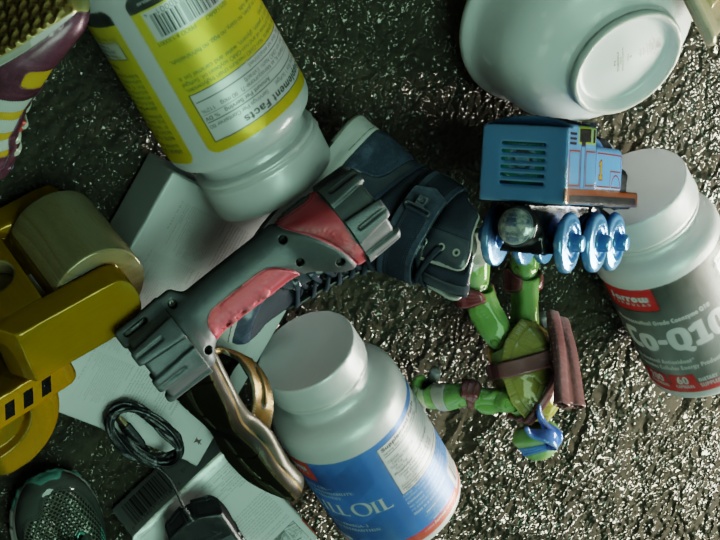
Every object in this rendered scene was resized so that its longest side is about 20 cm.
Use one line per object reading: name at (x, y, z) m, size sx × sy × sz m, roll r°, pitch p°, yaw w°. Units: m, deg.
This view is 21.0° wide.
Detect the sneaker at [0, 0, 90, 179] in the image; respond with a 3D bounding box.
sneaker at (-0.248, -0.115, 1.307) m, size 0.199 × 0.075 × 0.090 m, roll -32°, pitch 131°, yaw 14°

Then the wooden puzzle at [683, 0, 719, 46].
wooden puzzle at (0.274, -0.300, 1.466) m, size 0.200 × 0.037 × 0.185 m, roll -53°, pitch 124°, yaw -31°

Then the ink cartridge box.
ink cartridge box at (-0.100, 0.224, 1.578) m, size 0.109 × 0.050 × 0.200 m, roll -43°, pitch 127°, yaw -6°

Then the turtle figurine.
turtle figurine at (0.103, 0.056, 1.603) m, size 0.143 × 0.200 × 0.195 m, roll -9°, pitch 98°, yaw -1°

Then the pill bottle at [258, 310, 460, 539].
pill bottle at (-0.004, 0.127, 1.541) m, size 0.112 × 0.112 × 0.200 m, roll -38°, pitch 129°, yaw -9°

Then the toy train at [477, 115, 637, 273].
toy train at (0.153, -0.058, 1.476) m, size 0.200 × 0.086 × 0.115 m, roll -3°, pitch 99°, yaw -64°

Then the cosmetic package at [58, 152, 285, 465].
cosmetic package at (-0.141, 0.032, 1.464) m, size 0.150 × 0.052 × 0.201 m, roll 27°, pitch 97°, yaw -35°

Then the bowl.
bowl at (0.183, -0.184, 1.489) m, size 0.200 × 0.091 × 0.202 m, roll -19°, pitch 141°, yaw -17°

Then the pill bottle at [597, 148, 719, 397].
pill bottle at (0.264, 0.003, 1.644) m, size 0.114 × 0.114 × 0.200 m, roll -38°, pitch 125°, yaw -9°

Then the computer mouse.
computer mouse at (-0.139, 0.173, 1.486) m, size 0.058 × 0.034 × 0.201 m, roll -25°, pitch 119°, yaw 2°

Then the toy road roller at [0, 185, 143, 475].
toy road roller at (-0.246, 0.052, 1.376) m, size 0.199 × 0.123 × 0.146 m, roll -32°, pitch 139°, yaw -13°

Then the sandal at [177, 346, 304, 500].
sandal at (-0.090, 0.097, 1.449) m, size 0.055 × 0.082 × 0.200 m, roll -50°, pitch 128°, yaw -21°

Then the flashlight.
flashlight at (-0.068, 0.012, 1.342) m, size 0.200 × 0.068 × 0.068 m, roll -40°, pitch 143°, yaw -5°

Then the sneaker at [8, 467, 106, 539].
sneaker at (-0.214, 0.245, 1.495) m, size 0.077 × 0.091 × 0.201 m, roll -21°, pitch 121°, yaw -21°

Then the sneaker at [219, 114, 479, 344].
sneaker at (0.000, -0.001, 1.412) m, size 0.203 × 0.146 × 0.077 m, roll -53°, pitch 169°, yaw -17°

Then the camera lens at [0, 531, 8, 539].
camera lens at (-0.341, 0.263, 1.388) m, size 0.160 × 0.160 × 0.201 m, roll 30°, pitch 96°, yaw -36°

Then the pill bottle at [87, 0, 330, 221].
pill bottle at (-0.107, -0.141, 1.350) m, size 0.114 × 0.114 × 0.201 m, roll -35°, pitch 117°, yaw -11°
